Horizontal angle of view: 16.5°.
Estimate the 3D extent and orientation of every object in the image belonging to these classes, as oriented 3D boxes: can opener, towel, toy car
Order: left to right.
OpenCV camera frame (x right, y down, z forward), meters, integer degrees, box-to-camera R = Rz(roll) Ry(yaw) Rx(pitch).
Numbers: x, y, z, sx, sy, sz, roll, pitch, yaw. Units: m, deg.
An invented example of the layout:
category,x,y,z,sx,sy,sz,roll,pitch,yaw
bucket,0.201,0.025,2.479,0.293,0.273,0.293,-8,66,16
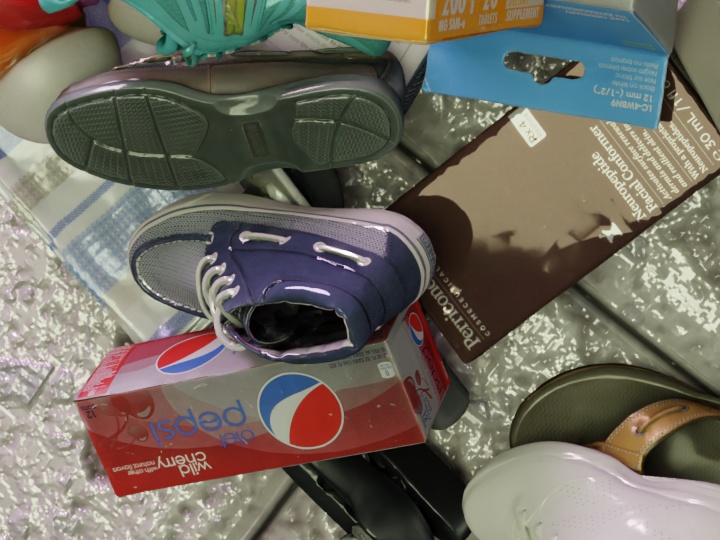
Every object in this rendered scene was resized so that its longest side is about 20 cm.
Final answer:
category,x,y,z,sx,sy,sz,roll,pitch,yaw
toy car,-0.180,-0.184,1.388,0.200,0.150,0.175,-38,76,8
towel,-0.130,-0.059,1.462,0.147,0.024,0.200,-43,85,1
can opener,-0.024,0.108,1.469,0.200,0.079,0.063,39,141,12
can opener,0.000,0.000,1.425,0.200,0.067,0.053,52,154,-16

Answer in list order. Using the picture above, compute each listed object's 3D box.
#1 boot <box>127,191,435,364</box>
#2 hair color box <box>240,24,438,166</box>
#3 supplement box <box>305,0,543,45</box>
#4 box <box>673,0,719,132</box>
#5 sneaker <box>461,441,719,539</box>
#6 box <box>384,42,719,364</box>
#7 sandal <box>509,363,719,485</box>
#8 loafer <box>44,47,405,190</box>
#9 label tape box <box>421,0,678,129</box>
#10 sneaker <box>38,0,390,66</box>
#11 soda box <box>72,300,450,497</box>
category,x,y,z,sx,sy,sz,roll,pitch,yaw
boot,-0.064,0.006,1.358,0.199,0.090,0.073,-2,116,34
hair color box,0.016,-0.170,1.394,0.100,0.061,0.200,35,109,6
supplement box,0.039,-0.216,1.205,0.073,0.126,0.201,10,104,29
box,0.228,-0.078,1.269,0.082,0.200,0.068,32,113,-32
sneaker,0.126,0.151,1.365,0.199,0.088,0.075,4,127,40
box,0.111,-0.049,1.383,0.200,0.075,0.100,-39,88,22
sandal,0.180,0.109,1.399,0.199,0.055,0.082,18,105,14
loafer,-0.071,-0.089,1.367,0.199,0.063,0.072,-1,128,10
label tape box,0.092,-0.180,1.291,0.143,0.066,0.201,12,103,27
sneaker,-0.077,-0.146,1.324,0.199,0.078,0.080,15,94,-12
soda box,-0.055,0.069,1.400,0.199,0.063,0.070,-11,115,23
